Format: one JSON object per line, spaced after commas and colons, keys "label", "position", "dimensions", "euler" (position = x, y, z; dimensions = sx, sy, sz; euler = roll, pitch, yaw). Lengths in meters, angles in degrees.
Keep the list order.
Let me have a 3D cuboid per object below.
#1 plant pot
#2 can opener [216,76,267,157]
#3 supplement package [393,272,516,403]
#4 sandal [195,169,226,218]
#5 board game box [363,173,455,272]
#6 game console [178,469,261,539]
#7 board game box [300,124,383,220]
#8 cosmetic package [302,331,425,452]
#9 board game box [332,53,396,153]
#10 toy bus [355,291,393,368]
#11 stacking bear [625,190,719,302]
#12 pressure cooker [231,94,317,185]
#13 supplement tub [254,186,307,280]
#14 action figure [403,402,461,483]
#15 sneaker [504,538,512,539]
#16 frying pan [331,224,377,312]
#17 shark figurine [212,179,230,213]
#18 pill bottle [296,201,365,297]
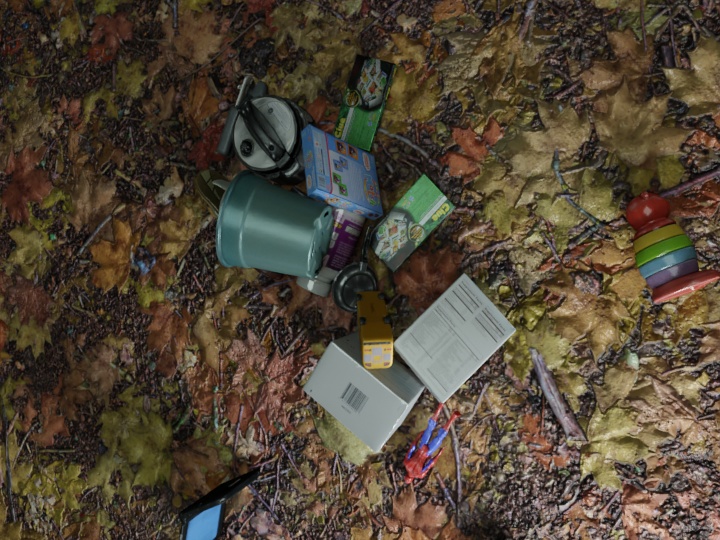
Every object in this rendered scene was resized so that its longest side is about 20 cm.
{"label": "plant pot", "position": [-0.166, -0.081, 1.175], "dimensions": [0.190, 0.200, 0.207], "euler": [16, 93, 11]}
{"label": "can opener", "position": [-0.291, -0.373, 1.395], "dimensions": [0.065, 0.053, 0.205], "euler": [26, 96, 14]}
{"label": "supplement package", "position": [0.185, 0.142, 1.169], "dimensions": [0.199, 0.152, 0.151], "euler": [-43, 78, -4]}
{"label": "sandal", "position": [-0.339, -0.155, 1.400], "dimensions": [0.202, 0.080, 0.054], "euler": [54, 137, 3]}
{"label": "board game box", "position": [0.109, -0.104, 1.279], "dimensions": [0.200, 0.023, 0.105], "euler": [-46, 76, 11]}
{"label": "game console", "position": [-0.316, 0.559, 1.298], "dimensions": [0.172, 0.200, 0.120], "euler": [-25, 83, 13]}
{"label": "board game box", "position": [-0.037, -0.206, 1.226], "dimensions": [0.036, 0.196, 0.156], "euler": [-26, 61, 39]}
{"label": "cosmetic package", "position": [0.016, 0.243, 1.210], "dimensions": [0.197, 0.199, 0.125], "euler": [36, 99, 13]}
{"label": "board game box", "position": [0.008, -0.386, 1.325], "dimensions": [0.102, 0.023, 0.206], "euler": [19, 93, 14]}
{"label": "toy bus", "position": [0.027, 0.114, 1.187], "dimensions": [0.063, 0.201, 0.081], "euler": [-3, 113, -3]}
{"label": "stacking bear", "position": [0.582, -0.054, 1.109], "dimensions": [0.110, 0.122, 0.206], "euler": [-19, 74, 7]}
{"label": "pressure cooker", "position": [-0.191, -0.291, 1.288], "dimensions": [0.170, 0.199, 0.186], "euler": [8, 90, 16]}
{"label": "supplement tub", "position": [-0.177, -0.088, 1.327], "dimensions": [0.106, 0.107, 0.203], "euler": [34, 97, 14]}
{"label": "action figure", "position": [0.148, 0.380, 1.248], "dimensions": [0.065, 0.051, 0.204], "euler": [33, 102, 20]}
{"label": "sneaker", "position": [0.317, 0.670, 1.179], "dimensions": [0.112, 0.075, 0.204], "euler": [-32, 74, 14]}
{"label": "frying pan", "position": [0.011, 0.010, 1.279], "dimensions": [0.114, 0.031, 0.193], "euler": [33, 94, -30]}
{"label": "shark figurine", "position": [-0.296, -0.151, 1.328], "dimensions": [0.124, 0.090, 0.221], "euler": [16, 68, -12]}
{"label": "pill bottle", "position": [-0.072, -0.051, 1.291], "dimensions": [0.110, 0.112, 0.206], "euler": [23, 94, 15]}
